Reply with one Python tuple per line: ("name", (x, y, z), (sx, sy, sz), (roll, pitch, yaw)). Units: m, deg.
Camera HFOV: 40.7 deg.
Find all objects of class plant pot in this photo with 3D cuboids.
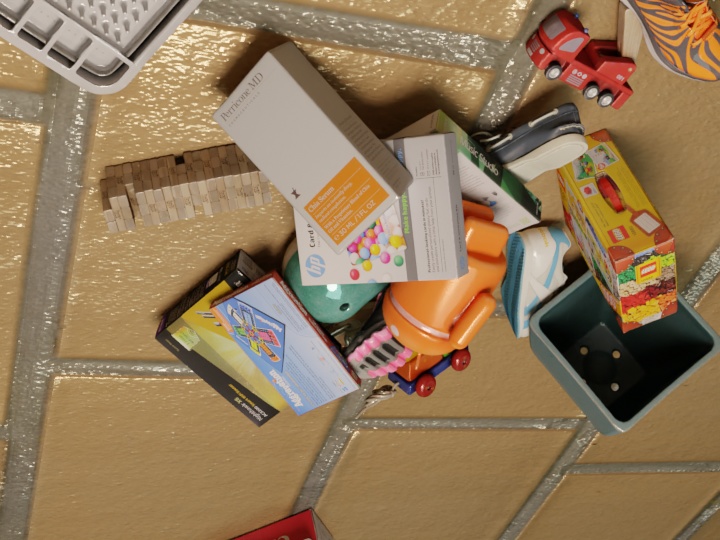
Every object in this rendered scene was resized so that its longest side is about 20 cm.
("plant pot", (0.364, 0.117, 1.408), (0.195, 0.197, 0.200), (-37, 163, -10))

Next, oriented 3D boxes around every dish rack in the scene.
("dish rack", (-0.245, -0.276, 0.908), (0.199, 0.044, 0.171), (-39, 133, 22))

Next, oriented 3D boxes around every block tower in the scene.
("block tower", (-0.195, -0.097, 1.106), (0.196, 0.058, 0.055), (-13, 139, -8))

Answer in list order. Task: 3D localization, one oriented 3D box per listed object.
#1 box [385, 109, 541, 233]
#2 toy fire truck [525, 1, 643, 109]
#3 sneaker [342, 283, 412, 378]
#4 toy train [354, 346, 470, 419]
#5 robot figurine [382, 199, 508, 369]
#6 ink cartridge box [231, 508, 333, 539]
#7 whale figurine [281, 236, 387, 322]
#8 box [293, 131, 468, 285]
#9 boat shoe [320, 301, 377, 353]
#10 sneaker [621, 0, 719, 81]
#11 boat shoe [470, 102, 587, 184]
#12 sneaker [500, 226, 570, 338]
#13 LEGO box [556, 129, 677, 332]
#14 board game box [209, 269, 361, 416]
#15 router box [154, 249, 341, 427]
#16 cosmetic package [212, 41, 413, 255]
("box", (0.104, -0.098, 1.169), (0.143, 0.037, 0.199), (-23, 136, 40))
("toy fire truck", (0.301, -0.261, 1.112), (0.197, 0.049, 0.142), (18, 127, -32))
("sneaker", (0.046, 0.058, 1.307), (0.200, 0.095, 0.079), (-42, 133, -3))
("toy train", (0.063, 0.117, 1.364), (0.198, 0.084, 0.117), (-32, 131, -26))
("robot figurine", (0.099, 0.017, 1.157), (0.116, 0.143, 0.202), (-27, 149, -61))
("ink cartridge box", (-0.156, 0.515, 1.745), (0.197, 0.085, 0.177), (-21, 139, 3))
("whale figurine", (0.000, 0.000, 1.241), (0.196, 0.105, 0.161), (-14, 138, -10))
("box", (0.018, -0.067, 1.095), (0.196, 0.159, 0.041), (-2, -171, 28))
("boat shoe", (-0.035, 0.106, 1.371), (0.197, 0.063, 0.074), (-24, 138, 6))
("sneaker", (0.344, -0.270, 1.022), (0.199, 0.112, 0.078), (38, 92, -20))
("boat shoe", (0.181, -0.142, 1.180), (0.074, 0.063, 0.198), (12, 153, -43))
("sneaker", (0.248, 0.023, 1.374), (0.079, 0.077, 0.202), (-11, 140, -10))
("LEGO box", (0.322, -0.050, 1.228), (0.076, 0.202, 0.150), (-21, 138, 3))
("board game box", (-0.093, 0.096, 1.233), (0.102, 0.020, 0.201), (-25, 118, 20))
("router box", (-0.145, 0.094, 1.280), (0.156, 0.053, 0.200), (-37, 114, 21))
("cosmetic package", (-0.049, -0.129, 1.030), (0.200, 0.071, 0.101), (47, 116, -3))
